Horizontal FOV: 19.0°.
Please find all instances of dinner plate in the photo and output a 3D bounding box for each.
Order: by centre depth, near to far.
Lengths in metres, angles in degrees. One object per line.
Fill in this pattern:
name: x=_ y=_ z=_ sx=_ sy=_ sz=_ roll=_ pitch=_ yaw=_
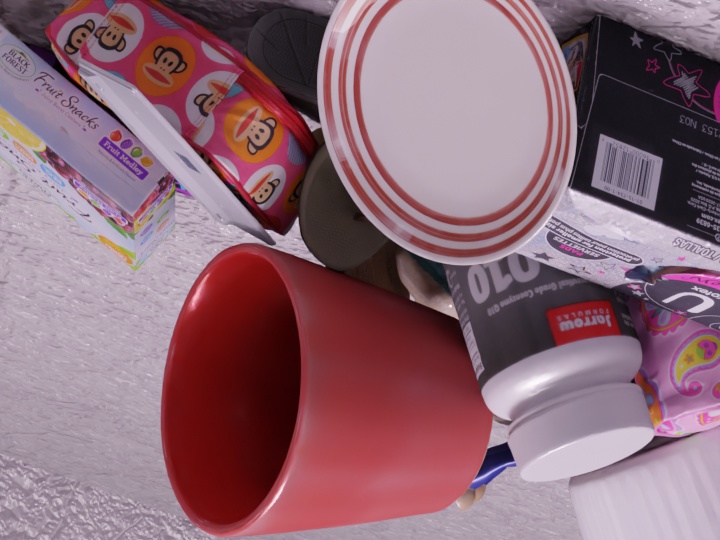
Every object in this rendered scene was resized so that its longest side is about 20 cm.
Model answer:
dinner plate: x=0.055 y=-0.103 z=1.348 sx=0.199 sy=0.202 sz=0.024 roll=1 pitch=-164 yaw=38

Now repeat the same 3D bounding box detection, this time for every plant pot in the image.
plant pot: x=-0.017 y=0.090 z=1.495 sx=0.176 sy=0.202 sz=0.200 roll=9 pitch=169 yaw=-32

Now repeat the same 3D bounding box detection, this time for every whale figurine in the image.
whale figurine: x=0.098 y=0.034 z=1.677 sx=0.159 sy=0.104 sz=0.200 roll=46 pitch=176 yaw=39

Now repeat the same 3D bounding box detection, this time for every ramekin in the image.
ramekin: x=0.250 y=0.165 z=1.589 sx=0.199 sy=0.098 sz=0.200 roll=-23 pitch=177 yaw=-1

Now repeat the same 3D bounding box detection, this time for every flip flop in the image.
flip flop: x=0.033 y=-0.077 z=1.426 sx=0.081 sy=0.058 sz=0.200 roll=40 pitch=110 yaw=-21

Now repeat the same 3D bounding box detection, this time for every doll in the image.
doll: x=0.165 y=0.124 z=1.655 sx=0.199 sy=0.049 sz=0.136 roll=-23 pitch=178 yaw=15

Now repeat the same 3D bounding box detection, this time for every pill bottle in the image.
pill bottle: x=0.125 y=0.032 z=1.461 sx=0.113 sy=0.201 sz=0.114 roll=-15 pitch=161 yaw=-5

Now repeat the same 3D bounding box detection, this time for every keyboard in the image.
keyboard: x=-0.117 y=-0.074 z=1.405 sx=0.056 sy=0.011 sz=0.200 roll=22 pitch=163 yaw=35

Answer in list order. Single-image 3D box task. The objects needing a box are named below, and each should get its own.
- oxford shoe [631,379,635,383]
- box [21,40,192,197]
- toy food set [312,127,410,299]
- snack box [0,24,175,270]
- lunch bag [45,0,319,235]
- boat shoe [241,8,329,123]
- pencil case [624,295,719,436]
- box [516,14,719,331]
oxford shoe: x=0.289 y=0.046 z=1.597 sx=0.198 sy=0.072 sz=0.073 roll=-4 pitch=-161 yaw=10
box: x=-0.193 y=-0.117 z=1.726 sx=0.199 sy=0.036 sz=0.143 roll=20 pitch=162 yaw=-12
toy food set: x=0.000 y=0.000 z=1.661 sx=0.048 sy=0.199 sz=0.200 roll=-7 pitch=158 yaw=10
snack box: x=-0.224 y=-0.097 z=1.571 sx=0.200 sy=0.053 sz=0.142 roll=40 pitch=166 yaw=7
lunch bag: x=-0.115 y=-0.107 z=1.503 sx=0.200 sy=0.082 sz=0.176 roll=36 pitch=172 yaw=25
boat shoe: x=0.012 y=-0.118 z=1.492 sx=0.201 sy=0.075 sz=0.065 roll=21 pitch=169 yaw=-8
pencil case: x=0.214 y=0.013 z=1.498 sx=0.087 sy=0.201 sz=0.087 roll=-13 pitch=164 yaw=-4
box: x=0.203 y=-0.055 z=1.401 sx=0.199 sy=0.133 sz=0.115 roll=20 pitch=156 yaw=-16
